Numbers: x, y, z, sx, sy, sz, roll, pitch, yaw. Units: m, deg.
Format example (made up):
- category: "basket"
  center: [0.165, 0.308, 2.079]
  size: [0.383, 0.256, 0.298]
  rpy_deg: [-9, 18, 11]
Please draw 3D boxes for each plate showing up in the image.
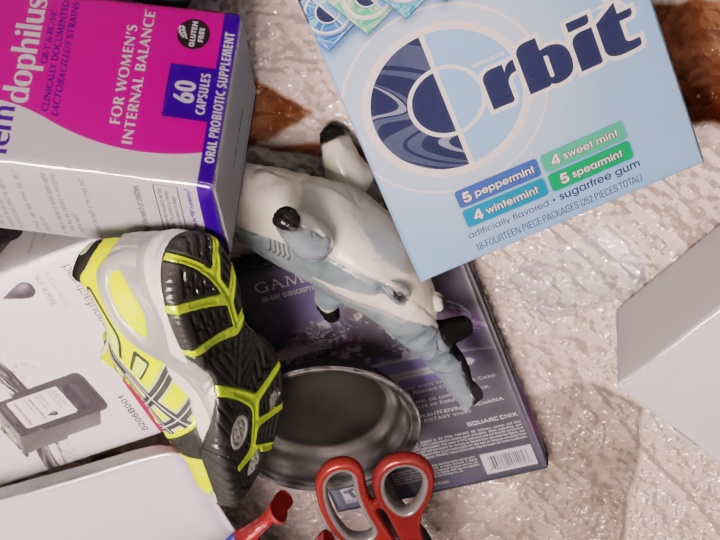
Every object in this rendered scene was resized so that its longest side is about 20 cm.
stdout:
- category: "plate"
  center: [-0.168, 0.178, 1.273]
  size: [0.199, 0.032, 0.200]
  rpy_deg: [-15, 140, 10]

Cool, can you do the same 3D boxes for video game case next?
- category: "video game case"
  center: [0.019, 0.059, 1.242]
  size: [0.142, 0.019, 0.200]
  rpy_deg: [-14, 123, 15]

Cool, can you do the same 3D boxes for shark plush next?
- category: "shark plush"
  center: [0.000, 0.000, 1.170]
  size: [0.200, 0.091, 0.083]
  rpy_deg: [35, 134, -25]

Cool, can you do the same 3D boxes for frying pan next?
- category: "frying pan"
  center: [0.006, 0.107, 1.240]
  size: [0.190, 0.031, 0.115]
  rpy_deg: [28, 128, -31]

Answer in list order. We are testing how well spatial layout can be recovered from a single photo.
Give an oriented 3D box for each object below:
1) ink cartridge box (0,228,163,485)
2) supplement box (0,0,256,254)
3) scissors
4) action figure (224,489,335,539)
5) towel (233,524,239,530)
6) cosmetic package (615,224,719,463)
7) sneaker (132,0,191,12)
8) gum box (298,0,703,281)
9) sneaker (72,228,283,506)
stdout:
- category: "ink cartridge box"
  center: [-0.194, 0.040, 1.208]
  size: [0.199, 0.084, 0.145]
  rpy_deg: [-20, 123, 18]
- category: "supplement box"
  center: [-0.163, -0.082, 1.081]
  size: [0.199, 0.102, 0.103]
  rpy_deg: [6, 161, 4]
- category: "scissors"
  center: [0.029, 0.187, 1.263]
  size: [0.073, 0.014, 0.200]
  rpy_deg: [-16, 124, 5]
- category: "action figure"
  center: [-0.107, 0.227, 1.225]
  size: [0.065, 0.099, 0.200]
  rpy_deg: [44, 113, -12]
- category: "towel"
  center: [-0.117, 0.245, 1.386]
  size: [0.200, 0.035, 0.193]
  rpy_deg: [35, 122, -19]
- category: "cosmetic package"
  center: [0.251, 0.018, 1.150]
  size: [0.113, 0.081, 0.200]
  rpy_deg: [38, 123, -20]
- category: "sneaker"
  center: [-0.123, -0.174, 1.053]
  size: [0.199, 0.076, 0.091]
  rpy_deg: [2, 135, 8]
- category: "gum box"
  center: [0.072, -0.112, 1.066]
  size: [0.169, 0.045, 0.200]
  rpy_deg: [-23, 122, 2]
- category: "sneaker"
  center: [-0.098, 0.050, 1.128]
  size: [0.076, 0.075, 0.200]
  rpy_deg: [9, 135, 25]
